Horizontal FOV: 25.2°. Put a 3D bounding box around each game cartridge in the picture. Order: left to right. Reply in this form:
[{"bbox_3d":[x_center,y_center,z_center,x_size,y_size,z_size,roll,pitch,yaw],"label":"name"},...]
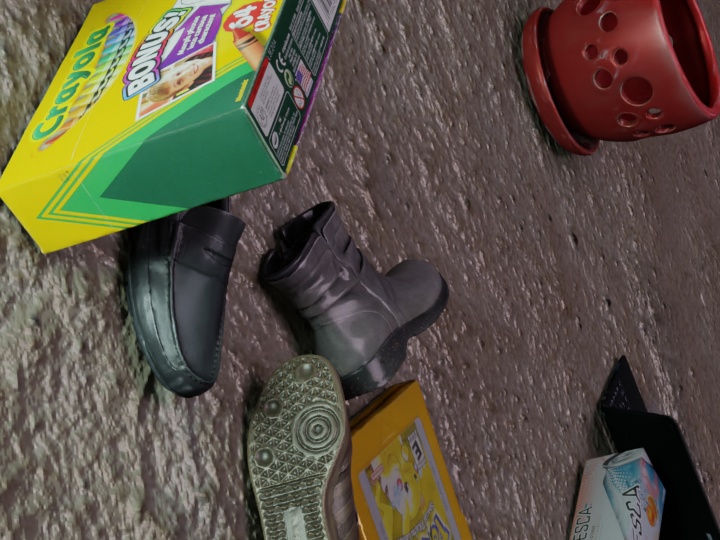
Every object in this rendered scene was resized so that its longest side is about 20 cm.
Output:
[{"bbox_3d":[0.036,0.203,1.235,0.176,0.032,0.201,-33,104,-63],"label":"game cartridge"}]

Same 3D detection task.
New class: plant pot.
[{"bbox_3d":[0.289,-0.240,1.823,0.200,0.181,0.202,40,42,-49],"label":"plant pot"}]

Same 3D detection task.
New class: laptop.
[{"bbox_3d":[0.340,0.200,1.753,0.178,0.103,0.200,67,27,-14],"label":"laptop"}]

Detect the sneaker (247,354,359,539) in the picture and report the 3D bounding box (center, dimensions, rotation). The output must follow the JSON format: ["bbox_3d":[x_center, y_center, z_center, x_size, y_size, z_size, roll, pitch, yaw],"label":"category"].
[{"bbox_3d":[-0.035,0.161,1.103,0.076,0.070,0.201,62,25,-64],"label":"sneaker"}]

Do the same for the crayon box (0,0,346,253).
[{"bbox_3d":[-0.109,-0.114,0.976,0.058,0.171,0.201,59,29,-33],"label":"crayon box"}]

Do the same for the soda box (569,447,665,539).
[{"bbox_3d":[0.246,0.266,1.566,0.064,0.068,0.201,59,30,-26],"label":"soda box"}]

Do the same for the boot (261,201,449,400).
[{"bbox_3d":[0.000,0.000,1.250,0.132,0.069,0.200,61,24,-13],"label":"boot"}]

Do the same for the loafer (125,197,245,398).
[{"bbox_3d":[-0.109,-0.019,1.036,0.068,0.070,0.202,29,50,-54],"label":"loafer"}]
